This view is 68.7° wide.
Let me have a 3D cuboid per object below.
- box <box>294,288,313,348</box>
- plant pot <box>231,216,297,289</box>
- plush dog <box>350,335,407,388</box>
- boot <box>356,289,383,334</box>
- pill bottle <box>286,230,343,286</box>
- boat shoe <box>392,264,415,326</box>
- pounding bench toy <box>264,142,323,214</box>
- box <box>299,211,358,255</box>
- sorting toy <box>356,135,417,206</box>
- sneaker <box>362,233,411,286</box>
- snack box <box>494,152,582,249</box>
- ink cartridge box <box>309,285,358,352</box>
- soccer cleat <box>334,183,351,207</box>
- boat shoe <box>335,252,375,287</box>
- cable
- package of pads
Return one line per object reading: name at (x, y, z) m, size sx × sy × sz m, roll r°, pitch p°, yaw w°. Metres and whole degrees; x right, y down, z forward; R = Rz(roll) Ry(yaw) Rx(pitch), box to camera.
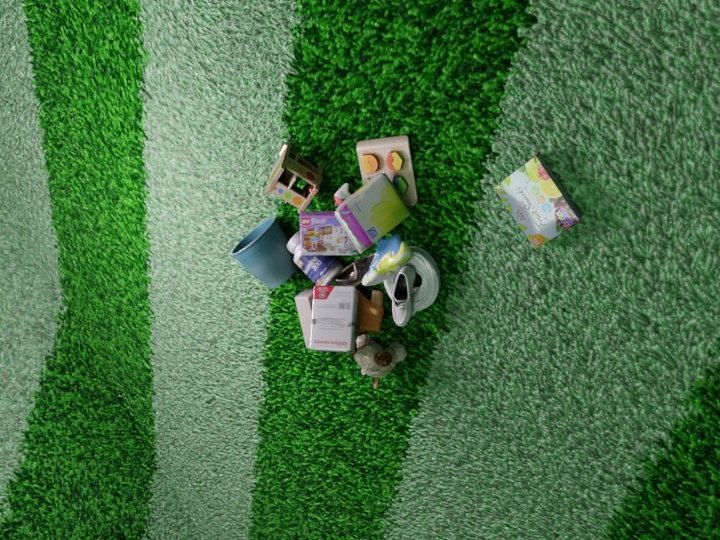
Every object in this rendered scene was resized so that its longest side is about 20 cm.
box at (-0.175, 0.177, 1.933) m, size 0.066 × 0.082 × 0.207 m, roll 0°, pitch 112°, yaw 31°
plant pot at (-0.325, -0.049, 1.867) m, size 0.196 × 0.202 × 0.190 m, roll -22°, pitch 113°, yaw 36°
plush dog at (0.040, 0.298, 1.767) m, size 0.194 × 0.172 × 0.166 m, roll 9°, pitch 73°, yaw 29°
boot at (-0.015, 0.139, 1.781) m, size 0.194 × 0.071 × 0.150 m, roll 3°, pitch 72°, yaw 25°
pill bottle at (-0.160, -0.038, 1.809) m, size 0.200 × 0.111 × 0.112 m, roll 44°, pitch 127°, yaw 7°
boat shoe at (0.128, 0.087, 1.625) m, size 0.070 × 0.065 × 0.207 m, roll 22°, pitch 119°, yaw 22°
pounding bench toy at (-0.202, -0.315, 1.717) m, size 0.153 × 0.205 × 0.124 m, roll 27°, pitch 133°, yaw -21°
box at (-0.101, -0.121, 1.716) m, size 0.191 × 0.040 × 0.142 m, roll 0°, pitch 118°, yaw -5°
sorting toy at (0.077, -0.294, 1.596) m, size 0.179 × 0.036 × 0.208 m, roll 2°, pitch 111°, yaw 32°
sneaker at (0.070, -0.038, 1.624) m, size 0.198 × 0.075 × 0.108 m, roll -35°, pitch 68°, yaw 28°
snack box at (0.467, -0.182, 1.391) m, size 0.141 × 0.053 × 0.203 m, roll -36°, pitch 90°, yaw 39°
ink cartridge box at (-0.085, 0.161, 1.715) m, size 0.138 × 0.084 × 0.209 m, roll 1°, pitch 76°, yaw 10°
soccer cleat at (0.005, -0.188, 1.644) m, size 0.197 × 0.069 × 0.086 m, roll 37°, pitch 88°, yaw -11°
boat shoe at (0.000, 0.000, 1.730) m, size 0.197 × 0.064 × 0.075 m, roll -35°, pitch 53°, yaw 25°
cable at (0.163, 0.026, 1.664) m, size 0.198 × 0.069 × 0.204 m, roll -31°, pitch 91°, yaw 37°
package of pads at (0.033, -0.176, 1.575) m, size 0.197 × 0.068 × 0.157 m, roll -36°, pitch 99°, yaw 6°
